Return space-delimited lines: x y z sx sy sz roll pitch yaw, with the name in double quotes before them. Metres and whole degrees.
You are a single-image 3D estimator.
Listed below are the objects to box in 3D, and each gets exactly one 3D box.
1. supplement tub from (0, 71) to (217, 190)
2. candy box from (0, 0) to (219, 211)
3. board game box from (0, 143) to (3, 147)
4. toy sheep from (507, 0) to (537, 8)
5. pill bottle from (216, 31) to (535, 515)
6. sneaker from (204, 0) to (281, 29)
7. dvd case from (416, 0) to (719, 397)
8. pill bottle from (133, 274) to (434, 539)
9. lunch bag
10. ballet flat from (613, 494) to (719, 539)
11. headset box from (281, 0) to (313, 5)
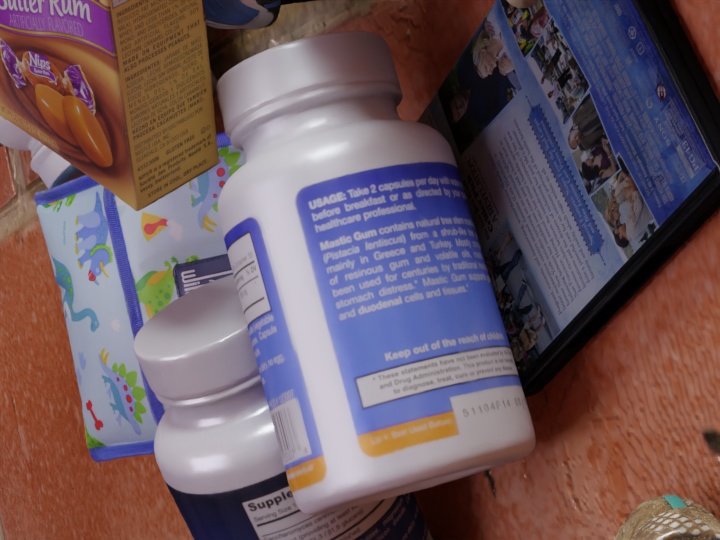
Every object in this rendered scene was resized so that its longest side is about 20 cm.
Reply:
"supplement tub" -0.191 -0.164 1.096 0.200 0.145 0.145 57 152 2
"candy box" -0.126 -0.138 0.793 0.117 0.056 0.200 33 141 33
"board game box" -0.251 -0.147 1.168 0.034 0.200 0.135 -34 92 36
"toy sheep" 0.007 -0.178 0.746 0.200 0.138 0.138 56 147 22
"pill bottle" 0.000 0.000 0.811 0.112 0.112 0.200 -33 70 62
"sneaker" -0.099 -0.150 0.864 0.200 0.077 0.076 19 118 60
"dvd case" 0.084 -0.049 0.771 0.143 0.018 0.200 68 151 21
"pill bottle" -0.036 0.105 0.905 0.111 0.111 0.200 18 135 61
"lunch bag" -0.084 0.013 1.029 0.200 0.127 0.170 -12 90 47
"ballet flat" 0.127 0.180 0.742 0.065 0.070 0.200 -92 6 -67
"headset box" -0.052 -0.255 0.900 0.149 0.077 0.200 58 149 36
